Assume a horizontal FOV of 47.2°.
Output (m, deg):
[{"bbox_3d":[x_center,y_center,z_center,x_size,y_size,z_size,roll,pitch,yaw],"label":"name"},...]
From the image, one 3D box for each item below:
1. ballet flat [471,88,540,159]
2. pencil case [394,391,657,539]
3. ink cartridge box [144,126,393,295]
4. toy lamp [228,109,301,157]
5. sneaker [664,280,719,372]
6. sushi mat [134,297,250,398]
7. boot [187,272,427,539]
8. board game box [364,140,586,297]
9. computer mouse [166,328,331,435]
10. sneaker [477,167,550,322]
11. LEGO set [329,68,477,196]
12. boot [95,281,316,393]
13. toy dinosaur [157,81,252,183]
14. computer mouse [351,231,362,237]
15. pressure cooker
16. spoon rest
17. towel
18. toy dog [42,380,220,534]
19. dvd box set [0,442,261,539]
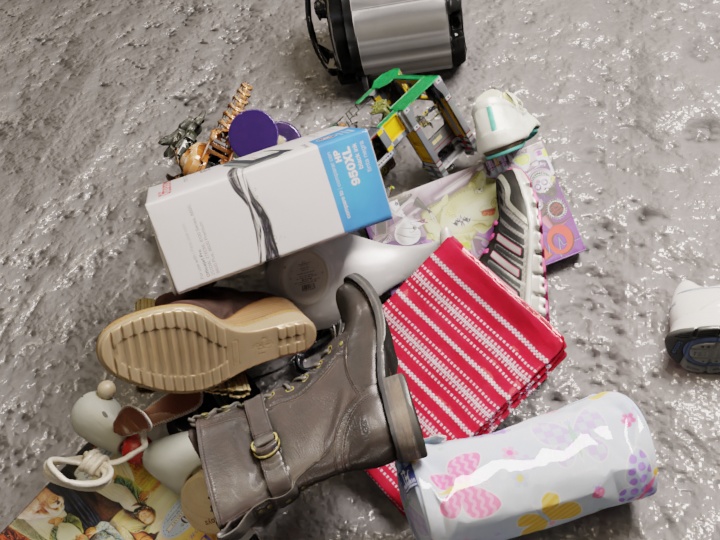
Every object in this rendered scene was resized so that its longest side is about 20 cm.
[{"bbox_3d":[0.147,-0.157,0.856,0.069,0.070,0.200,-1,11,14],"label":"ballet flat"},{"bbox_3d":[0.126,0.155,0.637,0.198,0.084,0.091,-12,39,-9],"label":"pencil case"},{"bbox_3d":[-0.089,-0.061,0.750,0.198,0.085,0.145,-20,14,-9],"label":"ink cartridge box"},{"bbox_3d":[-0.098,-0.141,0.913,0.058,0.059,0.200,-11,6,5],"label":"toy lamp"},{"bbox_3d":[0.364,0.035,0.707,0.198,0.075,0.088,0,45,14],"label":"sneaker"},{"bbox_3d":[-0.162,0.069,0.771,0.095,0.012,0.200,7,17,-18],"label":"sushi mat"},{"bbox_3d":[-0.052,0.096,0.637,0.173,0.070,0.201,-18,42,0],"label":"boot"},{"bbox_3d":[0.110,-0.039,0.823,0.198,0.032,0.121,-21,88,-4],"label":"board game box"},{"bbox_3d":[-0.094,0.106,0.793,0.199,0.034,0.059,-28,63,-18],"label":"computer mouse"},{"bbox_3d":[0.128,0.000,0.767,0.087,0.074,0.202,-4,74,13],"label":"sneaker"},{"bbox_3d":[0.035,-0.126,0.923,0.200,0.116,0.153,-49,31,-21],"label":"LEGO set"},{"bbox_3d":[-0.155,0.051,0.734,0.199,0.073,0.166,-2,9,-35],"label":"boot"},{"bbox_3d":[-0.168,-0.112,0.923,0.199,0.102,0.136,-38,27,12],"label":"toy dinosaur"},{"bbox_3d":[-0.078,-0.040,0.894,0.199,0.053,0.139,26,60,31],"label":"computer mouse"},{"bbox_3d":[0.029,-0.332,1.032,0.198,0.179,0.177,-7,52,7],"label":"pressure cooker"},{"bbox_3d":[0.000,0.000,0.784,0.198,0.061,0.100,-10,85,22],"label":"spoon rest"},{"bbox_3d":[0.058,0.086,0.698,0.200,0.022,0.145,-46,70,5],"label":"towel"},{"bbox_3d":[-0.152,0.136,0.693,0.198,0.097,0.132,19,9,-3],"label":"toy dog"},{"bbox_3d":[-0.202,0.235,0.707,0.199,0.030,0.146,26,60,32],"label":"dvd box set"}]
